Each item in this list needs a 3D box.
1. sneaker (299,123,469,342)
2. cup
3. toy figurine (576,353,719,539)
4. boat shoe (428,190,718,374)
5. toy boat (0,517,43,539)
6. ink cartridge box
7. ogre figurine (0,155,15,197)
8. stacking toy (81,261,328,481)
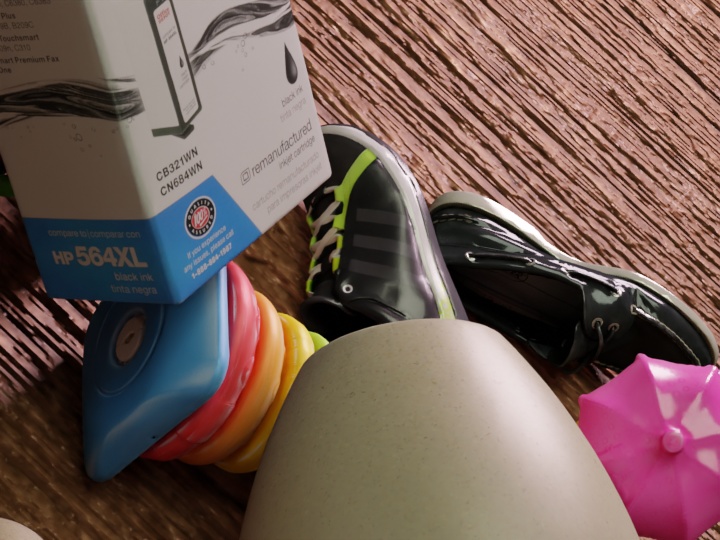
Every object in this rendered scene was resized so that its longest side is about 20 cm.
[{"bbox_3d":[0.000,0.000,1.103,0.083,0.072,0.200,-8,60,-38],"label":"sneaker"},{"bbox_3d":[0.029,0.107,0.908,0.200,0.200,0.144,7,62,-31],"label":"cup"},{"bbox_3d":[0.142,0.111,1.026,0.150,0.184,0.200,42,41,3],"label":"toy figurine"},{"bbox_3d":[0.121,0.027,1.165,0.199,0.075,0.066,33,45,-7],"label":"boat shoe"},{"bbox_3d":[-0.166,0.197,0.785,0.130,0.131,0.200,-15,24,-12],"label":"toy boat"},{"bbox_3d":[-0.102,-0.106,0.908,0.146,0.084,0.201,-43,128,-46],"label":"ink cartridge box"},{"bbox_3d":[-0.147,-0.085,1.014,0.098,0.200,0.120,18,65,-6],"label":"ogre figurine"},{"bbox_3d":[-0.039,0.068,1.008,0.200,0.116,0.110,25,42,-32],"label":"stacking toy"}]
